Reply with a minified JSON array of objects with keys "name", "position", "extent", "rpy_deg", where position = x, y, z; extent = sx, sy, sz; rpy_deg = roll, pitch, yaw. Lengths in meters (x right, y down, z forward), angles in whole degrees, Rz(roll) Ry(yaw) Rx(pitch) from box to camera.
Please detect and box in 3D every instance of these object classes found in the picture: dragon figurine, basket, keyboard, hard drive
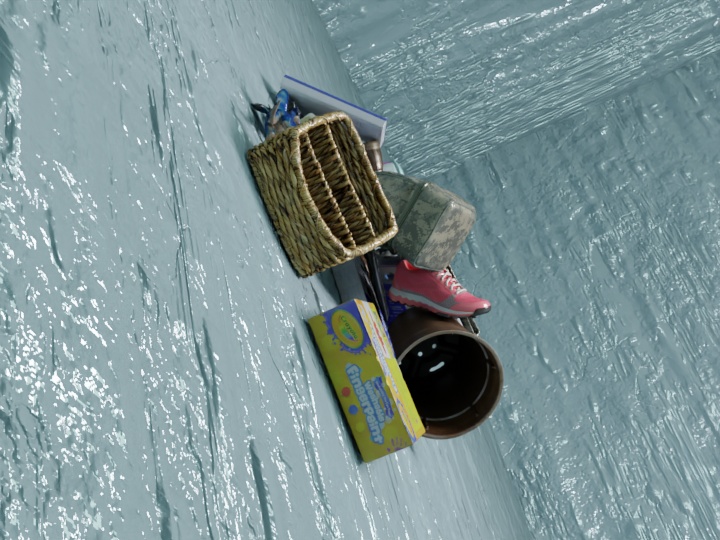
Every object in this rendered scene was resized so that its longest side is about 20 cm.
[{"name":"dragon figurine","position":[-0.132,-0.243,1.477],"extent":[0.200,0.059,0.100],"rpy_deg":[44,24,-72]},{"name":"basket","position":[-0.051,-0.109,1.316],"extent":[0.143,0.148,0.201],"rpy_deg":[-53,120,-81]},{"name":"keyboard","position":[0.020,-0.012,1.527],"extent":[0.200,0.020,0.128],"rpy_deg":[77,-5,-59]},{"name":"hard drive","position":[-0.049,-0.290,1.742],"extent":[0.199,0.025,0.132],"rpy_deg":[24,-8,2]}]

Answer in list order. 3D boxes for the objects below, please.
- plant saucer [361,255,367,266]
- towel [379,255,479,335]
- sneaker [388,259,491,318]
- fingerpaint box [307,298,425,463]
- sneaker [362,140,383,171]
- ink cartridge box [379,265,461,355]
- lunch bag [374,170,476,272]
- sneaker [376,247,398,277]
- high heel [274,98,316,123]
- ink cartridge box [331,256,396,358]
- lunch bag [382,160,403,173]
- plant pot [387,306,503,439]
[{"name":"plant saucer","position":[0.000,0.000,1.773],"extent":[0.200,0.036,0.201],"rpy_deg":[-24,90,-82]},{"name":"towel","position":[0.138,0.047,1.857],"extent":[0.200,0.034,0.193],"rpy_deg":[-3,-62,56]},{"name":"sneaker","position":[0.139,0.030,1.683],"extent":[0.074,0.199,0.087],"rpy_deg":[-9,110,-59]},{"name":"fingerpaint box","position":[0.011,0.146,1.282],"extent":[0.167,0.073,0.201],"rpy_deg":[22,45,-80]},{"name":"sneaker","position":[-0.021,-0.184,1.810],"extent":[0.200,0.070,0.076],"rpy_deg":[-24,-101,62]},{"name":"ink cartridge box","position":[0.104,0.067,1.848],"extent":[0.198,0.043,0.201],"rpy_deg":[0,-59,54]},{"name":"lunch bag","position":[0.087,-0.096,1.619],"extent":[0.167,0.140,0.200],"rpy_deg":[36,11,19]},{"name":"sneaker","position":[0.072,0.002,2.103],"extent":[0.200,0.076,0.112],"rpy_deg":[5,71,-74]},{"name":"high heel","position":[-0.080,-0.220,1.700],"extent":[0.143,0.071,0.200],"rpy_deg":[50,9,-46]},{"name":"ink cartridge box","position":[0.000,0.054,1.582],"extent":[0.094,0.044,0.201],"rpy_deg":[52,17,-57]},{"name":"lunch bag","position":[0.035,-0.131,1.890],"extent":[0.200,0.077,0.161],"rpy_deg":[-22,-101,66]},{"name":"plant pot","position":[0.131,0.162,1.680],"extent":[0.198,0.199,0.201],"rpy_deg":[-112,177,-70]}]
